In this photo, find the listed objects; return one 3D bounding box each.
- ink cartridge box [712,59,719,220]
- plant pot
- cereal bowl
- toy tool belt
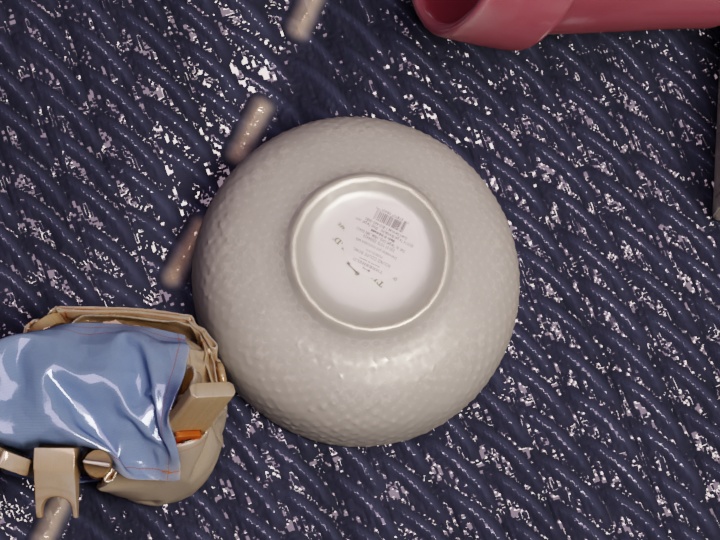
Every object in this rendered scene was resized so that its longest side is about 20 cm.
[{"bbox_3d":[0.299,-0.127,1.465,0.147,0.086,0.201,7,74,-5],"label":"ink cartridge box"},{"bbox_3d":[0.144,-0.224,1.426,0.178,0.200,0.201,8,75,-21],"label":"plant pot"},{"bbox_3d":[0.000,0.000,1.397,0.199,0.083,0.201,1,76,-6],"label":"cereal bowl"},{"bbox_3d":[-0.170,0.078,1.329,0.199,0.123,0.126,-2,80,-4],"label":"toy tool belt"}]
